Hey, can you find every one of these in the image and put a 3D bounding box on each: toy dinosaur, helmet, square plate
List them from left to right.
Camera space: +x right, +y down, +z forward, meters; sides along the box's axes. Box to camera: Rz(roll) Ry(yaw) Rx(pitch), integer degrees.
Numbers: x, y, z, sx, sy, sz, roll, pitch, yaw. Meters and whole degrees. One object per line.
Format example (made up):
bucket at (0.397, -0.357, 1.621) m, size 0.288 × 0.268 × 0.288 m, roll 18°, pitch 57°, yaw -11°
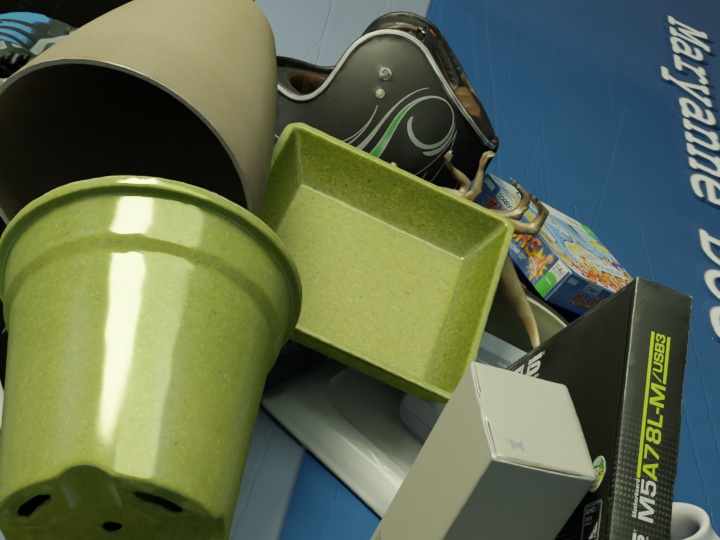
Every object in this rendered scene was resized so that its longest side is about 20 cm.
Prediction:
helmet at (0.003, -0.124, 1.082) m, size 0.201 × 0.190 × 0.201 m, roll 52°, pitch 17°, yaw -23°
square plate at (0.054, 0.120, 0.939) m, size 0.200 × 0.029 × 0.197 m, roll 41°, pitch 37°, yaw 18°
toy dinosaur at (0.103, -0.028, 1.009) m, size 0.200 × 0.101 × 0.058 m, roll 46°, pitch 5°, yaw -3°

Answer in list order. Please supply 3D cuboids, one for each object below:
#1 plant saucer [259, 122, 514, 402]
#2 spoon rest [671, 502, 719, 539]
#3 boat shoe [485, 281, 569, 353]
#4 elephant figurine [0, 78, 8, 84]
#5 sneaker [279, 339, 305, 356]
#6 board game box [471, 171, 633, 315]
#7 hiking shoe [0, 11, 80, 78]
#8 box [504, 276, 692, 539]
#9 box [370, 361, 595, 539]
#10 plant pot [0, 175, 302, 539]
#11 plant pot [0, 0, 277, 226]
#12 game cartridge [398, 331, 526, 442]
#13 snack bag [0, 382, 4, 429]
plant saucer at (0.000, 0.000, 0.917) m, size 0.198 × 0.048 × 0.201 m, roll 25°, pitch 45°, yaw -1°
spoon rest at (0.214, 0.224, 0.870) m, size 0.100 × 0.060 × 0.200 m, roll 60°, pitch 34°, yaw -5°
boat shoe at (0.121, 0.033, 1.057) m, size 0.200 × 0.074 × 0.063 m, roll 34°, pitch 31°, yaw 6°
elephant figurine at (-0.190, -0.112, 0.972) m, size 0.141 × 0.157 × 0.199 m, roll 24°, pitch 36°, yaw 37°
sneaker at (-0.055, 0.015, 0.990) m, size 0.198 × 0.075 × 0.087 m, roll -16°, pitch 18°, yaw -36°
board game box at (0.193, -0.009, 1.139) m, size 0.199 × 0.035 × 0.136 m, roll 20°, pitch 28°, yaw -51°
hiking shoe at (-0.308, -0.175, 1.050) m, size 0.086 × 0.075 × 0.200 m, roll 26°, pitch 23°, yaw 12°
box at (0.131, 0.129, 0.770) m, size 0.047 × 0.200 × 0.195 m, roll 16°, pitch 65°, yaw -13°
box at (0.060, 0.158, 0.737) m, size 0.068 × 0.201 × 0.083 m, roll 15°, pitch 35°, yaw -17°
plant pot at (-0.136, 0.080, 0.738) m, size 0.198 × 0.201 × 0.186 m, roll 16°, pitch 46°, yaw -17°
plant pot at (-0.130, -0.111, 0.846) m, size 0.186 × 0.188 × 0.201 m, roll 25°, pitch 42°, yaw -2°
game cartridge at (0.127, 0.118, 0.937) m, size 0.198 × 0.041 × 0.134 m, roll 28°, pitch 30°, yaw 0°
snack bag at (-0.333, 0.046, 0.775) m, size 0.198 × 0.022 × 0.189 m, roll 0°, pitch 42°, yaw -35°
